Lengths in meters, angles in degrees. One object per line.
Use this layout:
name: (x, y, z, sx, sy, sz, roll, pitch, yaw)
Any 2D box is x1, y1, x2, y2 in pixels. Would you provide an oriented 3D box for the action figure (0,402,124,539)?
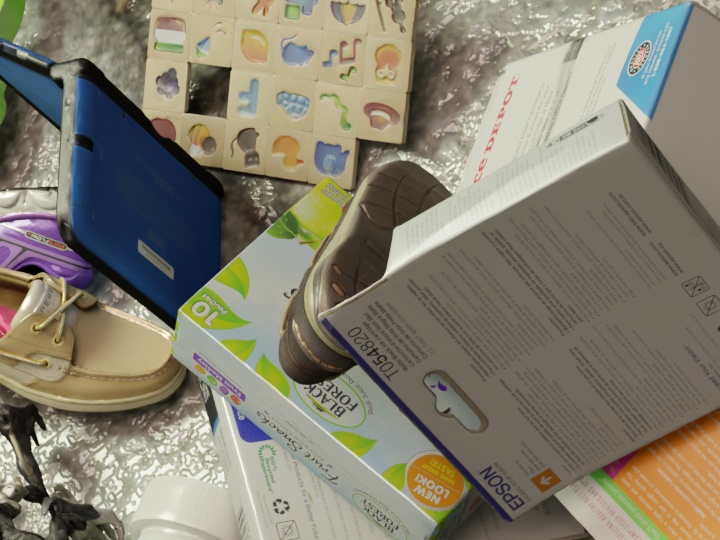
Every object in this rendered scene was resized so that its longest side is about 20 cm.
action figure: (-0.208, 0.174, 1.696, 0.119, 0.102, 0.200, -33, 42, 10)

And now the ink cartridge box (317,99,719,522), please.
ink cartridge box: (0.109, 0.026, 1.480, 0.199, 0.200, 0.041, -30, 36, 17)

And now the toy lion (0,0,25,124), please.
toy lion: (-0.308, -0.144, 1.897, 0.200, 0.069, 0.192, -48, 54, -2)

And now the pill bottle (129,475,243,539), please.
pill bottle: (-0.122, 0.231, 1.622, 0.109, 0.110, 0.201, 8, 63, 27)

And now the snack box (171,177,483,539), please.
snack box: (0.007, 0.056, 1.609, 0.200, 0.053, 0.142, 38, 58, 14)

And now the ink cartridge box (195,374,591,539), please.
ink cartridge box: (0.014, 0.100, 1.640, 0.199, 0.047, 0.199, -7, 59, -19)

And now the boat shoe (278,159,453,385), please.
boat shoe: (0.000, 0.000, 1.561, 0.075, 0.200, 0.073, 48, 122, -3)

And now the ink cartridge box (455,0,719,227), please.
ink cartridge box: (0.144, -0.059, 1.592, 0.200, 0.083, 0.146, -13, 52, 61)

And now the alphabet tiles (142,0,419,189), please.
alphabet tiles: (-0.054, -0.145, 1.782, 0.199, 0.008, 0.168, 10, 98, 27)

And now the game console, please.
game console: (-0.179, -0.055, 1.728, 0.118, 0.200, 0.172, -9, 65, 22)

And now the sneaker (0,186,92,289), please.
sneaker: (-0.266, -0.008, 1.823, 0.199, 0.080, 0.084, -6, 85, 29)

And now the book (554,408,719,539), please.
book: (0.200, 0.077, 1.548, 0.134, 0.048, 0.200, 46, 103, 21)

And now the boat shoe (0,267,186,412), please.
boat shoe: (-0.210, 0.037, 1.749, 0.199, 0.069, 0.074, 10, 48, 8)
